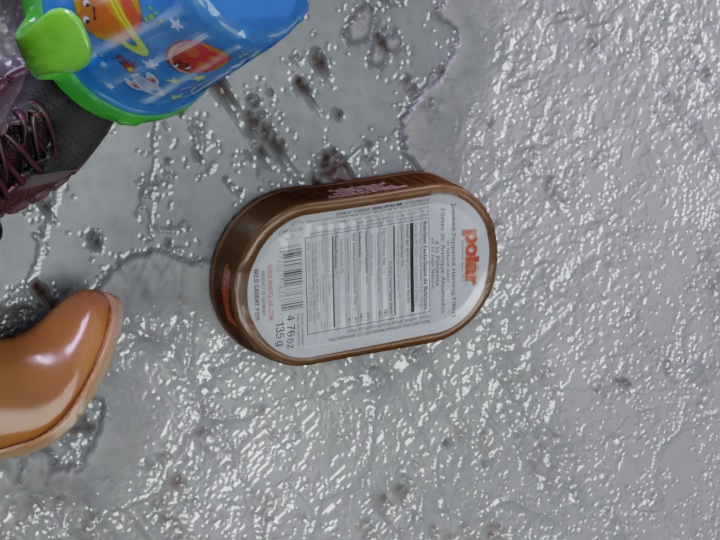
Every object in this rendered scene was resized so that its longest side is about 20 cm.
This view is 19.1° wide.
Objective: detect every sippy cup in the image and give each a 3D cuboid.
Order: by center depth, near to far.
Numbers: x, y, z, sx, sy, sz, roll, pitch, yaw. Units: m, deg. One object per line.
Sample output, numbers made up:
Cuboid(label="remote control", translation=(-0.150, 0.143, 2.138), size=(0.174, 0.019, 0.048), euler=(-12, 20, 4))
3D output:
Cuboid(label="sippy cup", translation=(-0.099, -0.160, 1.201), size=(0.139, 0.130, 0.178), euler=(35, 61, -31))

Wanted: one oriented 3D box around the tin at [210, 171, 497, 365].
Cuboid(label="tin", translation=(0.000, 0.000, 1.382), size=(0.199, 0.042, 0.113), euler=(-10, 112, -28))

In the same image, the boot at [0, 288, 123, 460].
Cuboid(label="boot", translation=(-0.244, 0.053, 1.234), size=(0.155, 0.074, 0.200), euler=(46, 76, -27))

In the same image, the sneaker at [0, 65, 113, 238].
Cuboid(label="sneaker", translation=(-0.202, -0.048, 1.203), size=(0.200, 0.115, 0.076), euler=(-35, 118, -18))
